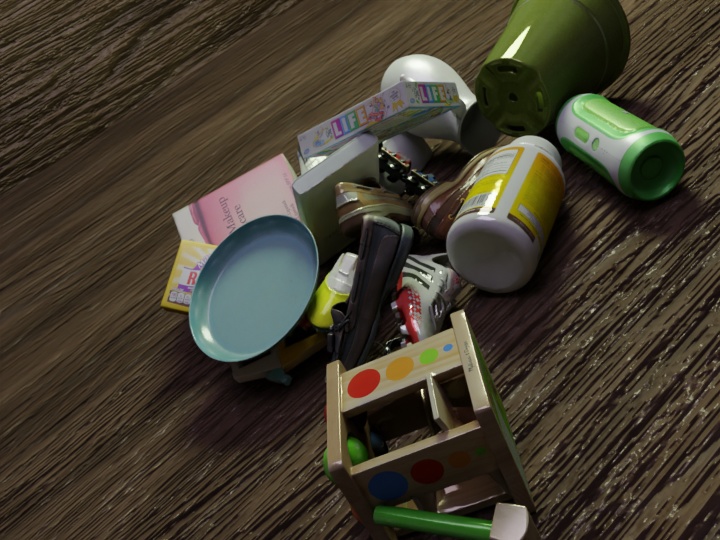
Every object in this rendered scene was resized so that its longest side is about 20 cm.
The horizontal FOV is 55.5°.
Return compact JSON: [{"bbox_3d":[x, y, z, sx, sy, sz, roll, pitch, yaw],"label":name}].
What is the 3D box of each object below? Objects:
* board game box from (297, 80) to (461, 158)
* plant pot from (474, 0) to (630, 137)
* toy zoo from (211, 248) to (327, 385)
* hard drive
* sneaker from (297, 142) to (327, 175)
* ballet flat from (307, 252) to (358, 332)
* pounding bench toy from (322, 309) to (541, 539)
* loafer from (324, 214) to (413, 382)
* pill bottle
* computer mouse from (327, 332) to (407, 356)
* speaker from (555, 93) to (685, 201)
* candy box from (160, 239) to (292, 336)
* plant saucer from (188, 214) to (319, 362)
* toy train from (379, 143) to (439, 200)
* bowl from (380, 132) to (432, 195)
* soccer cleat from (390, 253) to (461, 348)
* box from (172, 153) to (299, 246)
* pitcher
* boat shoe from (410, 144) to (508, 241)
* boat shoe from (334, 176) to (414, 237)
[{"bbox_3d":[0.025,-0.209,0.954,0.197,0.035,0.133,-17,1,40],"label":"board game box"},{"bbox_3d":[0.261,-0.298,0.997,0.197,0.203,0.190,7,43,45],"label":"plant pot"},{"bbox_3d":[-0.118,0.056,0.888,0.128,0.021,0.204,-23,60,5],"label":"toy zoo"},{"bbox_3d":[-0.028,-0.095,0.968,0.131,0.201,0.027,-37,68,-14],"label":"hard drive"},{"bbox_3d":[-0.062,-0.152,1.084,0.070,0.074,0.202,-5,41,-5],"label":"sneaker"},{"bbox_3d":[0.000,0.000,0.860,0.066,0.068,0.199,25,39,25],"label":"ballet flat"},{"bbox_3d":[0.050,0.164,0.564,0.153,0.126,0.202,-22,31,11],"label":"pounding bench toy"},{"bbox_3d":[-0.006,0.035,0.769,0.072,0.062,0.204,-128,60,-75],"label":"loafer"},{"bbox_3d":[0.183,-0.077,0.828,0.107,0.111,0.201,-3,39,36],"label":"pill bottle"},{"bbox_3d":[0.009,0.077,0.822,0.058,0.035,0.199,-37,32,-16],"label":"computer mouse"},{"bbox_3d":[0.320,-0.160,0.863,0.087,0.090,0.201,-26,30,3],"label":"speaker"},{"bbox_3d":[-0.175,0.022,0.953,0.194,0.027,0.105,9,70,15],"label":"candy box"},{"bbox_3d":[-0.131,0.023,0.861,0.196,0.027,0.205,-15,56,23],"label":"plant saucer"},{"bbox_3d":[0.054,-0.162,1.061,0.045,0.035,0.199,-29,57,-35],"label":"toy train"},{"bbox_3d":[0.004,-0.179,1.172,0.197,0.076,0.200,7,46,43],"label":"bowl"},{"bbox_3d":[0.079,0.034,0.790,0.083,0.070,0.201,-13,25,5],"label":"soccer cleat"},{"bbox_3d":[-0.167,-0.062,1.053,0.197,0.109,0.130,-28,66,0],"label":"box"},{"bbox_3d":[0.111,-0.271,1.072,0.199,0.170,0.123,39,99,35],"label":"pitcher"},{"bbox_3d":[0.158,-0.103,0.945,0.198,0.073,0.067,-35,63,-27],"label":"boat shoe"},{"bbox_3d":[0.024,-0.091,0.928,0.070,0.078,0.199,-25,-9,21],"label":"boat shoe"}]
